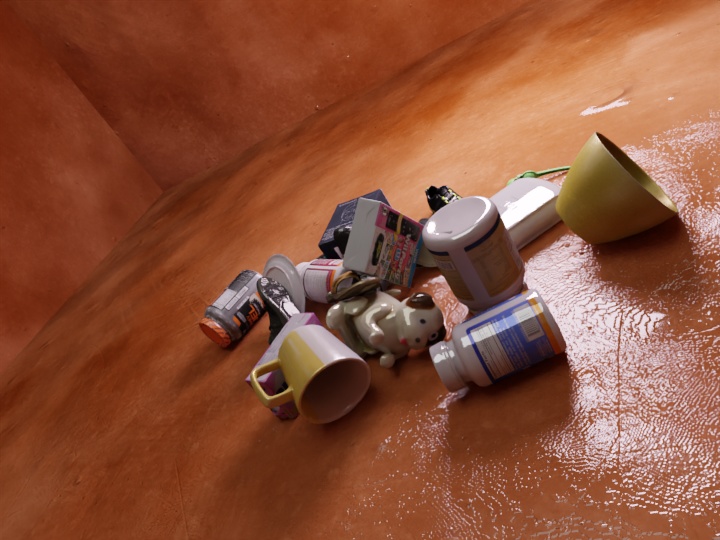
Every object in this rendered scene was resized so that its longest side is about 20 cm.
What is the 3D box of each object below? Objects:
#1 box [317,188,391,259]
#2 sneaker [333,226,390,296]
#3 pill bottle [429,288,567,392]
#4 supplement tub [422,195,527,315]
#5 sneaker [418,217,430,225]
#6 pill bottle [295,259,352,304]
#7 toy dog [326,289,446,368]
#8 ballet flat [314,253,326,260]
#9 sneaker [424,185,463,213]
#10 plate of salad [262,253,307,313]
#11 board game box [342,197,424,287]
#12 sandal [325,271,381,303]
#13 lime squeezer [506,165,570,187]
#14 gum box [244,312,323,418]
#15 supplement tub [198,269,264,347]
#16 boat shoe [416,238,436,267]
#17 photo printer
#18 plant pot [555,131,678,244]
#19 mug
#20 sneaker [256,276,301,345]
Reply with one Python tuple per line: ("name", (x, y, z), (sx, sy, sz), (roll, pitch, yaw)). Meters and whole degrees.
("box", (-0.004, -0.108, 1.512), (0.148, 0.107, 0.200), (-17, 33, 30))
("sneaker", (0.000, 0.000, 1.248), (0.075, 0.200, 0.116), (-17, 40, 39))
("pill bottle", (0.219, 0.121, 0.909), (0.200, 0.112, 0.112), (-28, 28, 12))
("supplement tub", (0.218, -0.022, 1.038), (0.144, 0.200, 0.144), (-25, 29, 15))
("sneaker", (0.130, -0.073, 1.367), (0.091, 0.076, 0.200), (-53, 23, -20))
("pill bottle", (-0.079, 0.027, 1.375), (0.200, 0.110, 0.110), (3, 45, 49))
("toy dog", (0.070, 0.108, 1.092), (0.200, 0.140, 0.194), (-4, 22, 42))
("ballet flat", (-0.137, 0.019, 1.506), (0.200, 0.068, 0.068), (-40, 16, -34))
("sneaker", (0.217, -0.170, 1.400), (0.072, 0.083, 0.200), (-40, 28, -10))
("plate of salad", (-0.187, 0.057, 1.393), (0.048, 0.200, 0.200), (-11, 11, -38))
("board game box", (0.055, -0.054, 1.190), (0.064, 0.200, 0.148), (14, 88, 33))
("sandal", (-0.027, 0.031, 1.165), (0.080, 0.054, 0.200), (-17, -1, -24))
("lime squeezer", (0.394, -0.208, 1.321), (0.200, 0.038, 0.071), (-33, 28, 1))
("gum box", (-0.140, 0.199, 1.163), (0.066, 0.114, 0.200), (-6, 38, 42))
("supplement tub", (-0.336, 0.103, 1.514), (0.122, 0.123, 0.200), (2, 44, 48))
("boat shoe", (0.137, -0.042, 1.298), (0.201, 0.072, 0.061), (-5, 0, 30))
("photo printer", (0.341, -0.124, 1.210), (0.200, 0.069, 0.166), (-35, 28, -1))
("plant pot", (0.446, -0.131, 1.016), (0.142, 0.200, 0.200), (-47, 19, 31))
("mug", (-0.095, 0.176, 1.040), (0.153, 0.186, 0.150), (45, 109, 45))
("sneaker", (-0.199, 0.112, 1.321), (0.076, 0.199, 0.114), (-16, -30, -50))
